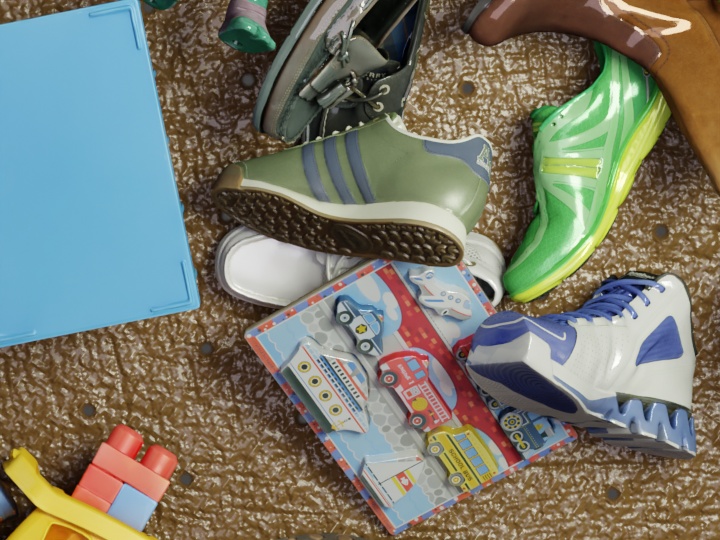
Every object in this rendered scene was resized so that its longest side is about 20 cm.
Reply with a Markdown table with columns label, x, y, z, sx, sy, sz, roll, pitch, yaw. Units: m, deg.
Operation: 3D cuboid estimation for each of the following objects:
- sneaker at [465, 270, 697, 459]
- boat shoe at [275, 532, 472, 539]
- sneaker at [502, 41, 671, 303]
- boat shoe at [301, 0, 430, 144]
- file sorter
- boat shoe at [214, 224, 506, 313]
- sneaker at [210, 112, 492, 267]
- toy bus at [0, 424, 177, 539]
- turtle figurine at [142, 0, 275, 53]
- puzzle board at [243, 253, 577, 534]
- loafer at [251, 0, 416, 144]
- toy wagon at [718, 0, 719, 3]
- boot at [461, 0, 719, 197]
| label | x | y | z | sx | sy | sz | roll | pitch | yaw |
| --- | --- | --- | --- | --- | --- | --- | --- | --- | --- |
| sneaker | 0.158 | 0.045 | 1.663 | 0.199 | 0.080 | 0.116 | 25 | 71 | -39 |
| boat shoe | 0.013 | 0.226 | 1.709 | 0.198 | 0.075 | 0.074 | 3 | 99 | 0 |
| sneaker | 0.142 | -0.071 | 1.667 | 0.083 | 0.074 | 0.201 | 28 | 86 | -2 |
| boat shoe | 0.005 | -0.137 | 1.658 | 0.068 | 0.057 | 0.201 | 13 | 99 | -3 |
| file sorter | -0.189 | -0.069 | 1.632 | 0.138 | 0.123 | 0.201 | -11 | 99 | 1 |
| boat shoe | 0.000 | 0.000 | 1.673 | 0.198 | 0.069 | 0.071 | 1 | 106 | 0 |
| sneaker | 0.002 | -0.061 | 1.624 | 0.090 | 0.199 | 0.067 | -62 | 141 | -22 |
| toy bus | -0.214 | 0.185 | 1.678 | 0.199 | 0.136 | 0.193 | 27 | 85 | -3 |
| turtle figurine | -0.065 | -0.248 | 1.600 | 0.149 | 0.101 | 0.201 | 21 | 76 | 6 |
| puzzle board | 0.036 | 0.079 | 1.671 | 0.150 | 0.017 | 0.200 | -29 | 119 | 10 |
| loafer | 0.002 | -0.161 | 1.592 | 0.063 | 0.072 | 0.201 | 34 | 103 | 14 |
| toy wagon | 0.301 | -0.200 | 1.624 | 0.154 | 0.040 | 0.202 | -7 | 80 | -20 |
| boot | 0.184 | -0.127 | 1.612 | 0.188 | 0.069 | 0.201 | -25 | 77 | -30 |
